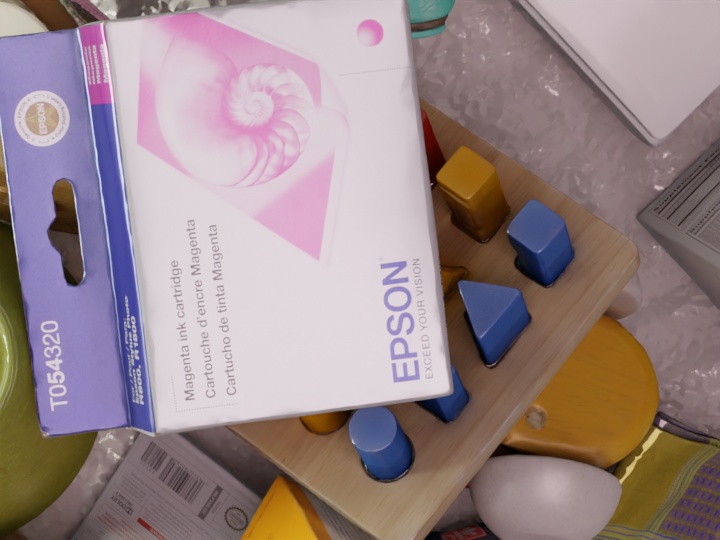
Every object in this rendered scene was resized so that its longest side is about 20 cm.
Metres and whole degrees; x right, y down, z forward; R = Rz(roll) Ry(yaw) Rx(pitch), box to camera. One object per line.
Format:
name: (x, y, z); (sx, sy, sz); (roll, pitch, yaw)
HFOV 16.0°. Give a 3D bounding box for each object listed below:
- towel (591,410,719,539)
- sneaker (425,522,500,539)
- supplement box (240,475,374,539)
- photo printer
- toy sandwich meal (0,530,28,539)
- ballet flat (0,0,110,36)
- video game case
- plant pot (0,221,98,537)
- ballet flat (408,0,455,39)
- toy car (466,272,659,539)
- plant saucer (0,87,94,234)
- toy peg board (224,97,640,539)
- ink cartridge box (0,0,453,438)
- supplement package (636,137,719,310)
towel: (0.157, 0.176, 1.470); (0.144, 0.023, 0.200); (24, 98, -53)
sneaker: (0.036, 0.171, 1.466); (0.200, 0.075, 0.085); (28, 97, -24)
supplement box: (0.035, 0.196, 1.336); (0.200, 0.126, 0.074); (28, 96, -16)
photo printer: (0.177, -0.193, 1.416); (0.200, 0.069, 0.166); (-44, 105, 1)
toy sandwich meal: (-0.255, 0.217, 1.408); (0.204, 0.070, 0.206); (7, 67, -16)
ballet flat: (-0.184, -0.136, 1.309); (0.200, 0.071, 0.069); (39, 98, 25)
video game case: (-0.117, 0.202, 1.427); (0.143, 0.018, 0.200); (35, 94, 26)
plant pot: (-0.218, 0.051, 1.306); (0.186, 0.200, 0.188); (1, 85, -8)
ballet flat: (0.002, -0.168, 1.323); (0.067, 0.200, 0.071); (-7, 105, -15)
toy car: (0.055, 0.060, 1.410); (0.199, 0.150, 0.176); (15, 71, -17)
plant saucer: (-0.173, -0.052, 1.315); (0.200, 0.200, 0.036); (15, 80, -12)
toy peg board: (0.000, 0.000, 1.290); (0.199, 0.098, 0.200); (35, 80, 22)
ink cartridge box: (-0.065, -0.026, 1.212); (0.199, 0.043, 0.197); (-8, 95, -6)
supplement package: (0.277, -0.011, 1.403); (0.151, 0.200, 0.152); (-44, 105, 0)
